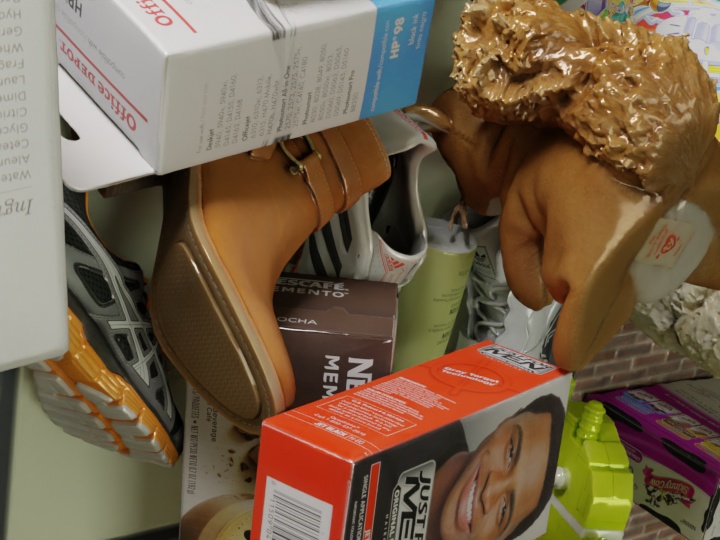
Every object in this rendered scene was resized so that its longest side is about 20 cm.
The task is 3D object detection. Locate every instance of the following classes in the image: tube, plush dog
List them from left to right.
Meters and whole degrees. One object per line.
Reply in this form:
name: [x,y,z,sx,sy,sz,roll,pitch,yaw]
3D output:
tube: [0.027,0.067,0.957,0.057,0.052,0.202,4,115,-23]
plush dog: [0.255,0.025,1.053,0.199,0.171,0.162,33,82,-33]

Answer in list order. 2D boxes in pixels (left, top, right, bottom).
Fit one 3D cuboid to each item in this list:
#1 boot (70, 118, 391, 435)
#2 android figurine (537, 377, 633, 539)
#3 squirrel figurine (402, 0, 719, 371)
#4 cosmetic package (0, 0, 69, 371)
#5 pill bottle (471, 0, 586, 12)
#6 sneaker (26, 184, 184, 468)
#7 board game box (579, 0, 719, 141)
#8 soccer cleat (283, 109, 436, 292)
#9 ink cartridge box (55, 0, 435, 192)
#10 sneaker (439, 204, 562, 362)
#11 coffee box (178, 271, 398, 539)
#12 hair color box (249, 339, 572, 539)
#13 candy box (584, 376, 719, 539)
boot: [-0.042,-0.027,0.778,0.154,0.074,0.202,-18,77,-39]
android figurine: [0.127,0.171,1.009,0.041,0.182,0.203,5,110,-20]
squirrel figurine: [0.111,-0.077,0.843,0.140,0.187,0.202,-28,137,-20]
cosmetic package: [-0.226,-0.064,0.603,0.163,0.164,0.203,-14,118,-34]
pill bottle: [0.048,-0.219,0.804,0.199,0.112,0.114,22,95,-44]
sneaker: [-0.136,0.034,0.794,0.078,0.077,0.201,-63,148,-31]
board game box: [0.201,-0.139,0.932,0.034,0.198,0.136,-15,130,-84]
soccer cleat: [0.000,0.000,0.883,0.068,0.085,0.203,-5,113,-39]
ink cartridge box: [-0.076,-0.116,0.735,0.198,0.116,0.067,-19,137,-34]
sneaker: [0.084,0.027,0.979,0.115,0.075,0.202,34,81,-43]
coffee box: [-0.042,0.108,0.849,0.111,0.080,0.203,6,110,1]
hair color box: [0.029,0.109,0.777,0.199,0.061,0.103,-16,118,-51]
candy box: [0.277,0.139,1.151,0.198,0.136,0.062,-3,114,-39]
